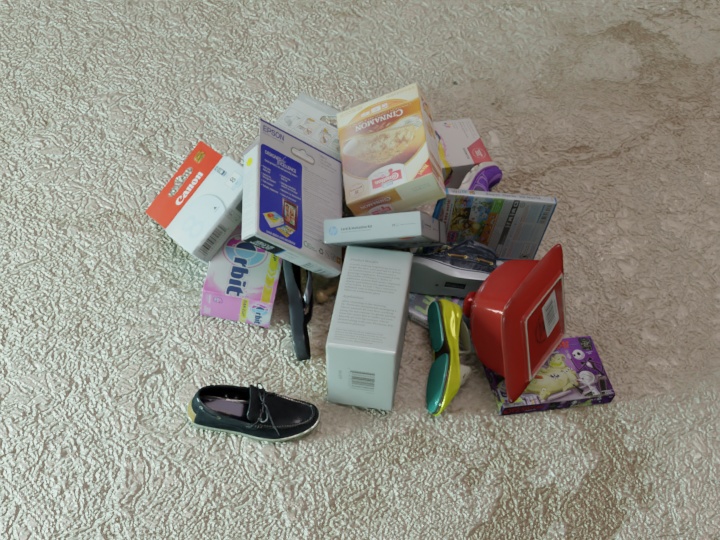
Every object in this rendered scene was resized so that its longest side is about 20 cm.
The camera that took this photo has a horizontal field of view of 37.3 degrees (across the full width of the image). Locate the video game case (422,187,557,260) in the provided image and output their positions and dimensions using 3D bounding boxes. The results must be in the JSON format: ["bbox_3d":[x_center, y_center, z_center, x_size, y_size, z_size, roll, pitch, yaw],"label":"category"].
[{"bbox_3d":[0.217,-0.075,1.810,0.199,0.143,0.018,4,46,-11],"label":"video game case"}]

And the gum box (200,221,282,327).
[{"bbox_3d":[-0.185,-0.013,1.741,0.113,0.066,0.200,11,50,-4],"label":"gum box"}]

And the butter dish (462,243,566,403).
[{"bbox_3d":[0.231,0.070,1.692,0.147,0.201,0.199,17,45,33],"label":"butter dish"}]

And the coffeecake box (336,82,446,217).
[{"bbox_3d":[0.049,-0.194,1.780,0.153,0.073,0.201,-19,54,17],"label":"coffeecake box"}]

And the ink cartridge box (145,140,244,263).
[{"bbox_3d":[-0.265,-0.123,1.737,0.200,0.047,0.160,36,87,39],"label":"ink cartridge box"}]

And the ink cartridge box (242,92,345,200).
[{"bbox_3d":[-0.080,-0.211,1.899,0.200,0.045,0.176,30,63,23],"label":"ink cartridge box"}]

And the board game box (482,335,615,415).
[{"bbox_3d":[0.304,0.169,1.739,0.199,0.032,0.120,-5,49,-17],"label":"board game box"}]

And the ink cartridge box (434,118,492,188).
[{"bbox_3d":[0.128,-0.211,1.974,0.199,0.068,0.117,-10,55,-20],"label":"ink cartridge box"}]

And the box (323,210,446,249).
[{"bbox_3d":[0.043,-0.060,1.703,0.155,0.200,0.041,-4,87,16],"label":"box"}]

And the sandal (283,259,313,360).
[{"bbox_3d":[-0.091,0.050,1.709,0.043,0.076,0.201,-11,63,3],"label":"sandal"}]

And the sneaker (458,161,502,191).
[{"bbox_3d":[0.207,-0.117,1.906,0.083,0.081,0.200,28,50,15],"label":"sneaker"}]

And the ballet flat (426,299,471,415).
[{"bbox_3d":[0.144,0.138,1.694,0.067,0.067,0.201,14,58,-20],"label":"ballet flat"}]

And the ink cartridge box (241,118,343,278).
[{"bbox_3d":[-0.105,-0.112,1.693,0.197,0.047,0.201,24,55,-43],"label":"ink cartridge box"}]

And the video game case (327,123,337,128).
[{"bbox_3d":[0.007,-0.184,1.907,0.199,0.017,0.143,15,63,17],"label":"video game case"}]

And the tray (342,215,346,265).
[{"bbox_3d":[-0.093,-0.087,1.771,0.200,0.037,0.099,37,41,-33],"label":"tray"}]

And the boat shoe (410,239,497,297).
[{"bbox_3d":[0.137,-0.010,1.792,0.199,0.071,0.091,12,46,-11],"label":"boat shoe"}]

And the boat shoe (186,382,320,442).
[{"bbox_3d":[-0.156,0.207,1.577,0.199,0.062,0.075,8,49,-9],"label":"boat shoe"}]

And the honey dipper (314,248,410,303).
[{"bbox_3d":[0.000,0.000,1.799,0.200,0.038,0.038,-31,64,-28],"label":"honey dipper"}]

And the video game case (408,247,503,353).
[{"bbox_3d":[0.155,0.027,1.820,0.181,0.023,0.200,28,51,10],"label":"video game case"}]

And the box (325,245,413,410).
[{"bbox_3d":[0.014,0.087,1.645,0.106,0.153,0.200,7,49,5],"label":"box"}]
